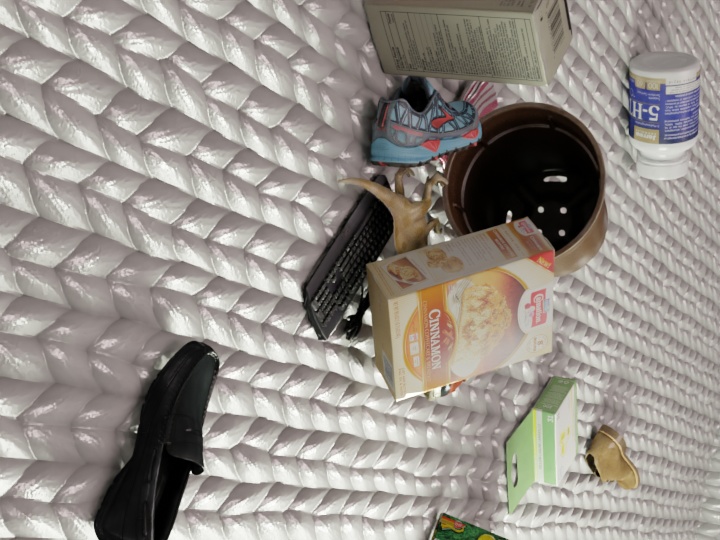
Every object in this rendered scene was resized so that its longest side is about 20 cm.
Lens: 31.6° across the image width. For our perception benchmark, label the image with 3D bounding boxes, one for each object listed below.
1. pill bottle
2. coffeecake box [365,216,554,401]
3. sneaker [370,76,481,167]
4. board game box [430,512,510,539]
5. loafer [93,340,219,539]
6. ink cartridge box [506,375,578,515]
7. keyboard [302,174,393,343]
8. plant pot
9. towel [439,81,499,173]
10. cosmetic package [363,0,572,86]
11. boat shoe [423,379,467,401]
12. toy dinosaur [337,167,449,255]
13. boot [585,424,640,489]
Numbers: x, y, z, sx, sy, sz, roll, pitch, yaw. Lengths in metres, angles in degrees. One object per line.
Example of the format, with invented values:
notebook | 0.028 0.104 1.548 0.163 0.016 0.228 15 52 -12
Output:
pill bottle | 0.522 -0.265 2.191 0.120 0.119 0.201 -39 131 -50
coffeecake box | 0.115 0.044 1.440 0.199 0.073 0.154 -17 130 -13
sneaker | 0.082 -0.181 1.460 0.200 0.079 0.096 -31 123 -55
board game box | 0.184 0.414 1.723 0.023 0.199 0.105 114 -2 -67
loafer | -0.164 0.159 1.123 0.068 0.070 0.202 52 54 -54
ink cartridge box | 0.291 0.280 2.017 0.200 0.048 0.146 -45 137 -50
keyboard | 0.000 0.000 1.427 0.200 0.020 0.128 -58 144 -34
plant pot | 0.223 -0.085 1.599 0.198 0.199 0.202 31 72 -68
towel | 0.158 -0.149 1.659 0.147 0.030 0.200 -65 148 -25
cosmetic package | 0.117 -0.269 1.370 0.088 0.199 0.104 -61 147 -33
boat shoe | 0.074 0.081 1.545 0.062 0.071 0.201 -32 131 -4
toy dinosaur | 0.054 -0.068 1.432 0.200 0.058 0.102 54 52 -44
boot | 0.459 0.362 2.344 0.076 0.073 0.200 -50 139 -14
